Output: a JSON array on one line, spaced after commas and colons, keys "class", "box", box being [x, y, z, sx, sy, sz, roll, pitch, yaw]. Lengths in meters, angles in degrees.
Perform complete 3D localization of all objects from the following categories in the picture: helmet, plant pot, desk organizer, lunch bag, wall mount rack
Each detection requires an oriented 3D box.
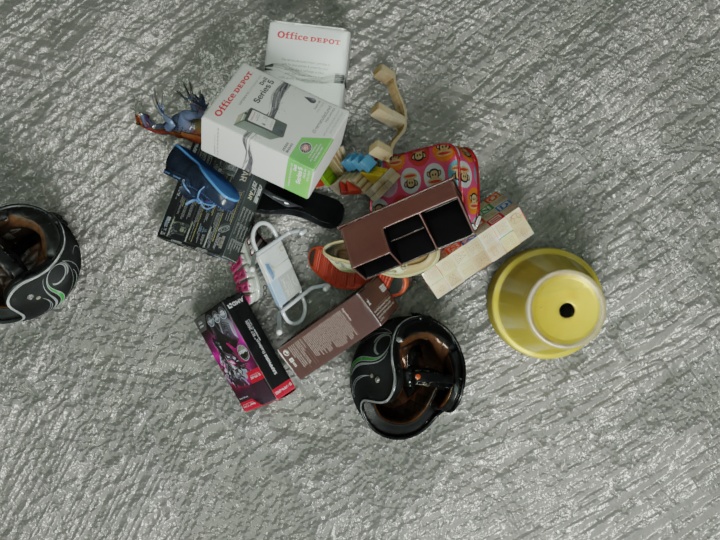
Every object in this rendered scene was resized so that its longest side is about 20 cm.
[{"class": "helmet", "box": [0.073, 0.184, 1.230, 0.200, 0.191, 0.200, 13, 59, -22]}, {"class": "plant pot", "box": [0.330, 0.060, 1.220, 0.200, 0.189, 0.201, 0, 92, 1]}, {"class": "desk organizer", "box": [0.074, -0.063, 1.126, 0.200, 0.072, 0.077, -23, 66, 13]}, {"class": "lunch bag", "box": [0.109, -0.121, 1.233, 0.200, 0.082, 0.177, -3, 90, 39]}, {"class": "helmet", "box": [-0.592, -0.007, 1.240, 0.199, 0.191, 0.201, 8, 62, -16]}, {"class": "wall mount rack", "box": [-0.135, 0.015, 1.217, 0.074, 0.174, 0.200, -8, 112, 38]}]

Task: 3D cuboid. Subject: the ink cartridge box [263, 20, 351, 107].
[{"class": "ink cartridge box", "box": [-0.098, -0.330, 1.275, 0.144, 0.084, 0.201, 8, 92, 1]}]

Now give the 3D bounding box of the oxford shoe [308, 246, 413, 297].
[{"class": "oxford shoe", "box": [0.000, 0.000, 1.295, 0.200, 0.073, 0.071, 19, 106, 18]}]

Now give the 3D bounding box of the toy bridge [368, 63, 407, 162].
[{"class": "toy bridge", "box": [0.051, -0.271, 1.256, 0.067, 0.027, 0.200, 22, 55, -31]}]

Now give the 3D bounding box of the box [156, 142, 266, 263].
[{"class": "box", "box": [-0.258, -0.129, 1.260, 0.160, 0.044, 0.200, 15, 82, 28]}]

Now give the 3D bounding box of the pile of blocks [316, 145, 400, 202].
[{"class": "pile of blocks", "box": [-0.030, -0.166, 1.232, 0.200, 0.082, 0.062, 12, 49, 38]}]

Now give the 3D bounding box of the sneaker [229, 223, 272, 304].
[{"class": "sneaker", "box": [-0.192, -0.036, 1.293, 0.087, 0.074, 0.200, -5, 69, -34]}]

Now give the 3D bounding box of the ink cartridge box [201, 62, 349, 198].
[{"class": "ink cartridge box", "box": [-0.141, -0.230, 1.166, 0.200, 0.084, 0.146, 25, 58, 2]}]

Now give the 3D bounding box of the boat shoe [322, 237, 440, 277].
[{"class": "boat shoe", "box": [0.034, -0.027, 1.203, 0.199, 0.063, 0.074, -5, 77, 22]}]

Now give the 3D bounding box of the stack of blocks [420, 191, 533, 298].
[{"class": "stack of blocks", "box": [0.189, -0.047, 1.252, 0.200, 0.115, 0.059, -35, 111, 3]}]

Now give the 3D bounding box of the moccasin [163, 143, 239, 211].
[{"class": "moccasin", "box": [-0.271, -0.144, 1.212, 0.068, 0.080, 0.200, -55, 47, 7]}]

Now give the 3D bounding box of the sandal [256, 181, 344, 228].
[{"class": "sandal", "box": [-0.125, -0.134, 1.289, 0.200, 0.043, 0.076, 13, 61, -4]}]

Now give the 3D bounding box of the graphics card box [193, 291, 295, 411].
[{"class": "graphics card box", "box": [-0.209, 0.149, 1.273, 0.051, 0.125, 0.200, -28, 90, -41]}]

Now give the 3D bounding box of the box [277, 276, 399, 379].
[{"class": "box", "box": [-0.039, 0.100, 1.242, 0.200, 0.100, 0.075, -38, 90, 28]}]

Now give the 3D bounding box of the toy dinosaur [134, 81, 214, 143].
[{"class": "toy dinosaur", "box": [-0.324, -0.256, 1.259, 0.181, 0.105, 0.201, -23, 76, 39]}]
